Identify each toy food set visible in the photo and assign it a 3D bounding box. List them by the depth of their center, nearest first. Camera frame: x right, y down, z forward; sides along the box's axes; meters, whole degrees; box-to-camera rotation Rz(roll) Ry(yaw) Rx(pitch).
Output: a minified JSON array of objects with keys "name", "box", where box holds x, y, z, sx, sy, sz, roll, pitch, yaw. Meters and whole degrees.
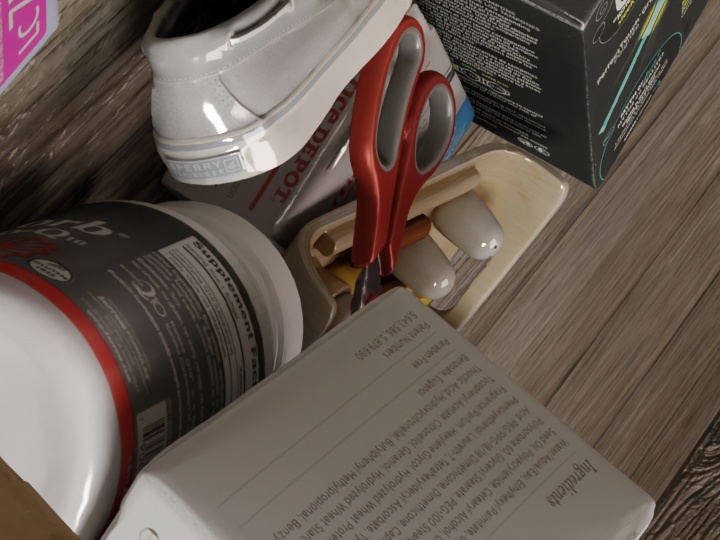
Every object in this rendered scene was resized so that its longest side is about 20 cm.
[{"name":"toy food set","box":[0.000,0.030,1.196,0.200,0.060,0.144,-25,156,-54]}]

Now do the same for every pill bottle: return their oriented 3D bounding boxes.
[{"name":"pill bottle","box":[-0.100,0.037,0.996,0.116,0.116,0.200,-65,167,18]}]

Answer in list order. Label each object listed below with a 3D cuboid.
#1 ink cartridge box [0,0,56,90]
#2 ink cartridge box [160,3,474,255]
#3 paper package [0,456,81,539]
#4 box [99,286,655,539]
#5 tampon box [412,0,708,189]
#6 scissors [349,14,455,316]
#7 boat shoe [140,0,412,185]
[{"name":"ink cartridge box","box":[-0.153,-0.043,0.763,0.200,0.042,0.119,-52,164,-28]},{"name":"ink cartridge box","box":[-0.018,-0.058,1.203,0.116,0.068,0.200,-58,168,-4]},{"name":"paper package","box":[-0.166,0.116,0.651,0.200,0.191,0.103,-33,155,-31]},{"name":"box","box":[-0.028,0.141,0.982,0.199,0.131,0.200,-55,170,30]},{"name":"tampon box","box":[0.085,-0.156,1.250,0.150,0.126,0.200,-58,166,-12]},{"name":"scissors","box":[0.000,0.000,1.081,0.073,0.014,0.200,45,57,-59]},{"name":"boat shoe","box":[-0.035,-0.107,1.052,0.200,0.072,0.069,-55,137,-50]}]
